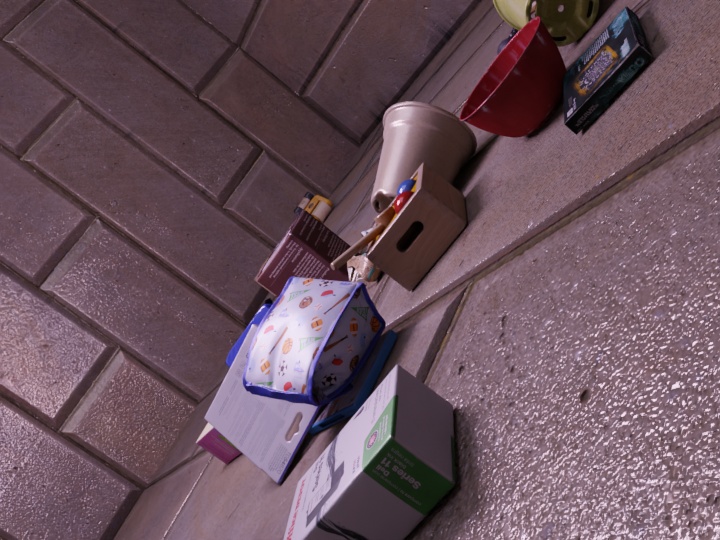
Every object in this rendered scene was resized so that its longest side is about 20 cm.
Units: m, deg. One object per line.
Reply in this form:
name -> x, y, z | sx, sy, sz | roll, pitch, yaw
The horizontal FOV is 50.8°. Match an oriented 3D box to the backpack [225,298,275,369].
backpack -> -0.133, 0.170, 1.455 | 0.163, 0.168, 0.199 | -47, -22, 14

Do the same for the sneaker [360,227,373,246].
sneaker -> 0.059, -0.071, 1.664 | 0.089, 0.079, 0.200 | -31, 4, -6

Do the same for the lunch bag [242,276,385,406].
lunch bag -> -0.080, 0.122, 1.203 | 0.167, 0.125, 0.202 | 1, 45, 41

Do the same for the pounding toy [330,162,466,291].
pounding toy -> 0.069, -0.070, 1.320 | 0.201, 0.141, 0.185 | -50, 10, 21

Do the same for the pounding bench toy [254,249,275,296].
pounding bench toy -> -0.356, -0.022, 3.366 | 0.201, 0.123, 0.156 | -52, 9, 17

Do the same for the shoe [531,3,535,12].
shoe -> 0.438, -0.701, 1.941 | 0.071, 0.053, 0.200 | -59, 10, -25

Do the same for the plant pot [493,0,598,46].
plant pot -> 0.345, -0.501, 1.370 | 0.201, 0.198, 0.186 | -49, 22, 28

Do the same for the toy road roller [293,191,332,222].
toy road roller -> -0.204, -0.271, 3.585 | 0.198, 0.146, 0.124 | 25, 75, 43

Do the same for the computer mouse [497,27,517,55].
computer mouse -> 0.379, -0.590, 1.918 | 0.059, 0.034, 0.201 | -48, 11, 40

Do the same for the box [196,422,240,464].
box -> -0.285, 0.341, 1.817 | 0.200, 0.096, 0.178 | -45, 13, 51

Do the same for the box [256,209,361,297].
box -> -0.126, -0.008, 1.916 | 0.167, 0.199, 0.165 | -49, 10, 24

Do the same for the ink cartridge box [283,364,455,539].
ink cartridge box -> 0.007, 0.222, 0.787 | 0.201, 0.082, 0.147 | -52, 9, 19

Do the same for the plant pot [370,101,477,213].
plant pot -> 0.109, -0.191, 1.484 | 0.200, 0.197, 0.187 | -32, 36, 67

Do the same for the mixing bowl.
mixing bowl -> 0.263, -0.293, 1.228 | 0.202, 0.107, 0.201 | -53, 10, 13

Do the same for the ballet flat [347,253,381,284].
ballet flat -> 0.000, 0.000, 1.671 | 0.066, 0.069, 0.200 | -66, 8, -6

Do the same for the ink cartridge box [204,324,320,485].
ink cartridge box -> -0.157, 0.231, 1.324 | 0.202, 0.198, 0.040 | -60, -28, 7

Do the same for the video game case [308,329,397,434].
video game case -> -0.016, 0.186, 1.240 | 0.200, 0.018, 0.145 | -41, 18, 57

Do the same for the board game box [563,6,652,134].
board game box -> 0.337, -0.281, 1.053 | 0.136, 0.028, 0.201 | -49, 11, 33
